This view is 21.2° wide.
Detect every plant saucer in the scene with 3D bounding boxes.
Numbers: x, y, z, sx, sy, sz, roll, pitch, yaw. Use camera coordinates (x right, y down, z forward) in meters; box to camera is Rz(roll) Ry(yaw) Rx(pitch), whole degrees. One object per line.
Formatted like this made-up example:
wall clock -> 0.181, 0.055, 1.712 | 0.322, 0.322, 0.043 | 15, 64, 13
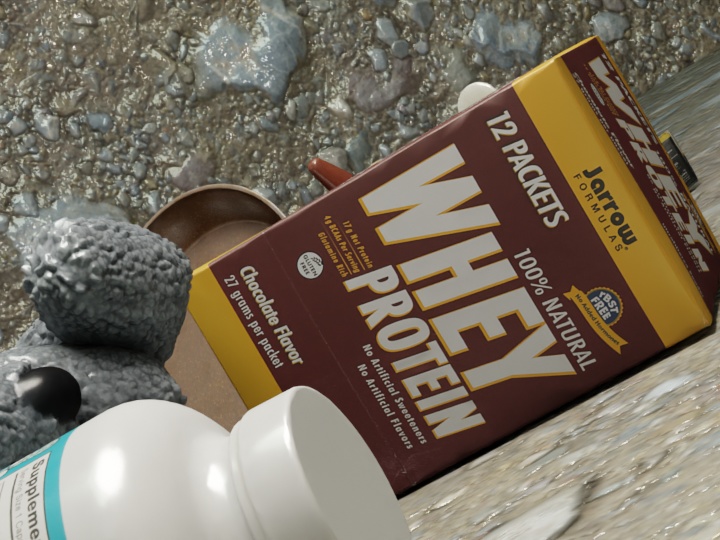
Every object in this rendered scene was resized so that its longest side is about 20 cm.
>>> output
plant saucer -> -0.083, 0.050, 1.147 | 0.200, 0.201, 0.034 | -28, -27, 37

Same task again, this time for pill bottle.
pill bottle -> -0.085, 0.110, 0.561 | 0.200, 0.111, 0.111 | -29, 3, 14

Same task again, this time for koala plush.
koala plush -> -0.146, 0.087, 0.738 | 0.184, 0.177, 0.200 | -38, -16, 15

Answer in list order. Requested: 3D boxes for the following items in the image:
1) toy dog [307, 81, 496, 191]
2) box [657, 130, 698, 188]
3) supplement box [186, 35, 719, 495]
toy dog -> 0.050, -0.052, 1.082 | 0.200, 0.096, 0.132 | -33, 34, 17
box -> 0.133, -0.022, 1.374 | 0.160, 0.049, 0.200 | -31, 2, 38
supplement box -> 0.052, -0.002, 0.918 | 0.200, 0.133, 0.197 | -30, 2, 16
